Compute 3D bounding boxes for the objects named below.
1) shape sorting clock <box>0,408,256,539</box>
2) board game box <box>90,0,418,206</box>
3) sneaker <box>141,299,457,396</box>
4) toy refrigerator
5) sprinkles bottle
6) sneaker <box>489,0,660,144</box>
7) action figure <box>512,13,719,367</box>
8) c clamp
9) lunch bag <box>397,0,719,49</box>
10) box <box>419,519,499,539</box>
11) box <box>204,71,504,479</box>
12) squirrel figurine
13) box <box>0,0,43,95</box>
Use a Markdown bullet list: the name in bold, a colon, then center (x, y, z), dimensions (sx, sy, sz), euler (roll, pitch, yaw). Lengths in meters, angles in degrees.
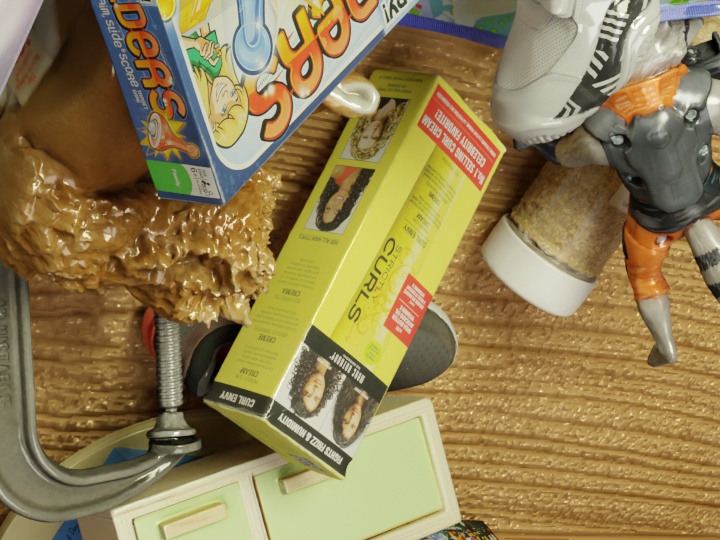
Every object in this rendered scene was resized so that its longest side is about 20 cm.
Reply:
- **shape sorting clock**: center (-0.126, 0.155, 0.953), dimensions (0.199, 0.039, 0.201), euler (-23, 143, -19)
- **board game box**: center (-0.033, -0.138, 0.644), dimensions (0.200, 0.034, 0.136), euler (-51, 138, -40)
- **sneaker**: center (-0.025, 0.057, 0.903), dimensions (0.199, 0.082, 0.077), euler (3, 123, -30)
- **toy refrigerator**: center (-0.047, 0.134, 0.878), dimensions (0.199, 0.070, 0.076), euler (-16, 94, -28)
- **sprinkles bottle**: center (0.151, -0.070, 0.909), dimensions (0.068, 0.068, 0.201), euler (20, 113, -37)
- **sneaker**: center (0.080, -0.153, 0.655), dimensions (0.114, 0.075, 0.201), euler (19, 116, -24)
- **action figure**: center (0.189, -0.060, 0.823), dimensions (0.199, 0.105, 0.194), euler (-26, 116, 15)
- **c clamp**: center (-0.115, 0.022, 0.785), dimensions (0.170, 0.027, 0.202), euler (1, 93, -39)
- **lunch bag**: center (0.085, -0.204, 0.743), dimensions (0.198, 0.128, 0.171), euler (-5, 129, 2)
- **box**: center (0.001, 0.247, 1.061), dimensions (0.200, 0.038, 0.136), euler (-48, 154, 12)
- **box**: center (0.000, 0.000, 0.824), dimensions (0.075, 0.050, 0.201), euler (42, 68, -41)
- **squirrel figurine**: center (-0.085, -0.078, 0.731), dimensions (0.186, 0.141, 0.202), euler (-3, 104, -49)
- **box**: center (-0.195, -0.184, 0.564), dimensions (0.198, 0.123, 0.201), euler (24, 91, -40)
